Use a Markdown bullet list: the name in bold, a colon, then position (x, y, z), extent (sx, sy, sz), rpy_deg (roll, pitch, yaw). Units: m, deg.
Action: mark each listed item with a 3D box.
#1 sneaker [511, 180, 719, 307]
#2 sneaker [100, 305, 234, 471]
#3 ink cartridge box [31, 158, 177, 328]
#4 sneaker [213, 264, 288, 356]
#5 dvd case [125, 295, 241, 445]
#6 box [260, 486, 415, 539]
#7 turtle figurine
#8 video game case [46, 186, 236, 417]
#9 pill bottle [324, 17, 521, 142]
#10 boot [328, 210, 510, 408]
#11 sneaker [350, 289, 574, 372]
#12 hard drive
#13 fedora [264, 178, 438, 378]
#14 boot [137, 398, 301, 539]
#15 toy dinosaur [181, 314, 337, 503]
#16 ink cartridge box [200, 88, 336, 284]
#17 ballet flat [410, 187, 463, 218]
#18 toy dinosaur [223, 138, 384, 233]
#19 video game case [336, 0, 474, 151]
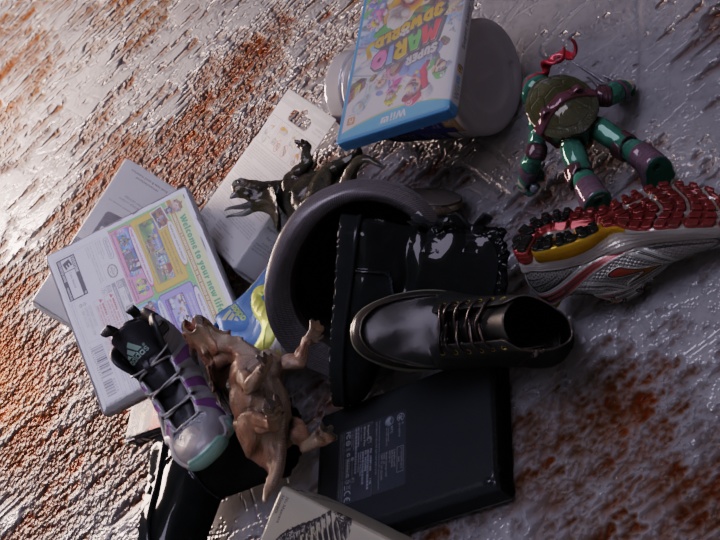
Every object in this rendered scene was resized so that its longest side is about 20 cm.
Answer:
- **sneaker**: position (0.237, -0.020, 1.171), extent (0.198, 0.083, 0.078), rpy_deg (-12, 30, 20)
- **sneaker**: position (-0.200, 0.103, 1.315), extent (0.078, 0.140, 0.200), rpy_deg (-41, 32, 4)
- **ink cartridge box**: position (-0.282, -0.011, 1.590), extent (0.083, 0.145, 0.201), rpy_deg (31, 82, 12)
- **sneaker**: position (-0.103, 0.026, 1.416), extent (0.104, 0.076, 0.201), rpy_deg (-11, 34, 18)
- **dvd case**: position (-0.176, 0.106, 1.503), extent (0.199, 0.022, 0.147), rpy_deg (-22, 47, 32)
- **box**: position (0.006, 0.257, 1.142), extent (0.199, 0.068, 0.083), rpy_deg (16, 83, 41)
- **turtle figurine**: position (0.201, -0.131, 1.270), extent (0.150, 0.101, 0.201), rpy_deg (-42, 45, 11)
- **video game case**: position (-0.233, 0.033, 1.479), extent (0.181, 0.022, 0.201), rpy_deg (-26, 70, 3)
- **pill bottle**: position (0.061, -0.198, 1.434), extent (0.199, 0.120, 0.121), rpy_deg (0, 60, 45)
- **boot**: position (0.055, 0.039, 1.257), extent (0.160, 0.073, 0.201), rpy_deg (5, 99, 5)
- **sneaker**: position (0.086, 0.045, 1.158), extent (0.197, 0.106, 0.076), rpy_deg (0, 79, 5)
- **hard drive**: position (0.047, 0.168, 1.229), extent (0.199, 0.033, 0.141), rpy_deg (-24, 46, 30)
- **fedora**: position (0.000, 0.000, 1.336), extent (0.090, 0.175, 0.202), rpy_deg (-76, 7, -75)
- **boot**: position (-0.135, 0.213, 1.335), extent (0.161, 0.073, 0.200), rpy_deg (-25, 44, 23)
- **toy dinosaur**: position (-0.096, 0.127, 1.246), extent (0.135, 0.085, 0.202), rpy_deg (-34, 58, 43)
- **ink cartridge box**: position (-0.100, -0.097, 1.545), extent (0.201, 0.057, 0.162), rpy_deg (-51, 31, 1)
- **ballet flat**: position (0.028, -0.060, 1.418), extent (0.199, 0.067, 0.047), rpy_deg (2, 103, 42)
- **toy dinosaur**: position (-0.042, -0.082, 1.406), extent (0.199, 0.077, 0.103), rpy_deg (6, 65, 41)
- **video game case**: position (0.049, -0.224, 1.356), extent (0.142, 0.018, 0.202), rpy_deg (-13, 56, 38)
